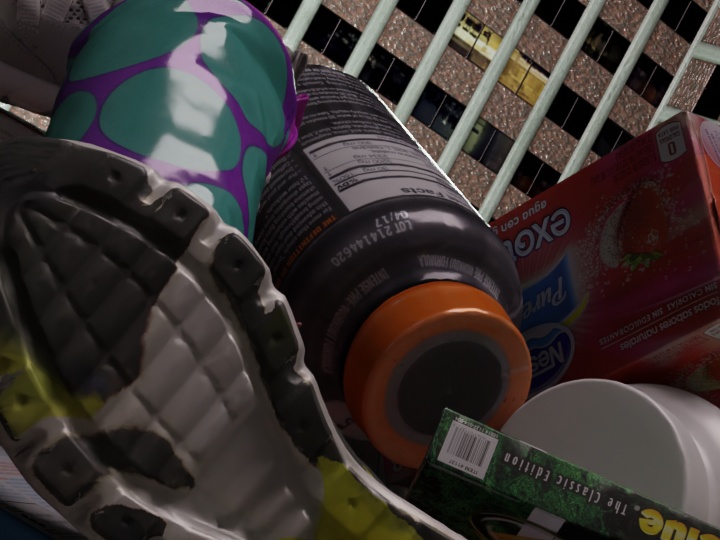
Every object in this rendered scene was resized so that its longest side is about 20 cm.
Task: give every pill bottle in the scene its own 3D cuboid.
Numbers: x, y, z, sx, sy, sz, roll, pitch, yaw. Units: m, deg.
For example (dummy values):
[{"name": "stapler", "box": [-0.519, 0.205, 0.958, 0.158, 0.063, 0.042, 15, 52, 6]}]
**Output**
[{"name": "pill bottle", "box": [0.126, 0.112, 0.868, 0.112, 0.113, 0.200, 27, -5, 33]}, {"name": "pill bottle", "box": [0.000, 0.000, 0.883, 0.106, 0.106, 0.200, 30, 14, -33]}]

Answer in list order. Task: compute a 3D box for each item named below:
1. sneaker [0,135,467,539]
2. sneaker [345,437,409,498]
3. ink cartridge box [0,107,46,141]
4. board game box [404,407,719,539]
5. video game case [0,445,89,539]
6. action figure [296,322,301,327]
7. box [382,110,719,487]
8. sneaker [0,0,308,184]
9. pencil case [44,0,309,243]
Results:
[{"name": "sneaker", "box": [-0.035, 0.055, 0.524, 0.200, 0.074, 0.085, 51, -17, -9]}, {"name": "sneaker", "box": [0.013, 0.121, 1.028, 0.201, 0.080, 0.070, 53, -15, -28]}, {"name": "ink cartridge box", "box": [-0.171, -0.031, 0.884, 0.199, 0.084, 0.175, 29, -3, -25]}, {"name": "board game box", "box": [0.057, 0.109, 0.739, 0.104, 0.024, 0.200, 25, -24, 4]}, {"name": "video game case", "box": [-0.142, 0.035, 0.571, 0.199, 0.018, 0.143, 29, -2, 10]}, {"name": "action figure", "box": [-0.100, 0.028, 0.768, 0.065, 0.099, 0.200, 28, -5, 36]}, {"name": "box", "box": [0.105, 0.025, 0.926, 0.099, 0.096, 0.199, 16, -35, -41]}, {"name": "sneaker", "box": [-0.113, -0.097, 0.824, 0.199, 0.082, 0.075, 29, 0, -17]}, {"name": "pencil case", "box": [-0.066, -0.012, 0.703, 0.092, 0.085, 0.201, 16, 38, -10]}]
